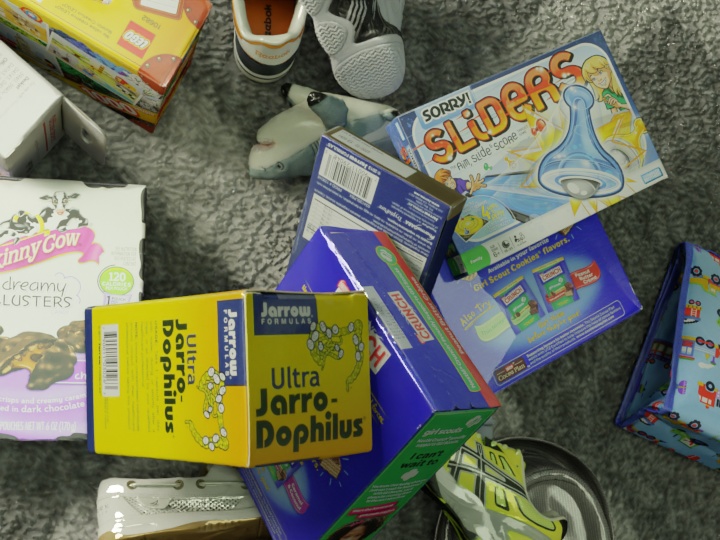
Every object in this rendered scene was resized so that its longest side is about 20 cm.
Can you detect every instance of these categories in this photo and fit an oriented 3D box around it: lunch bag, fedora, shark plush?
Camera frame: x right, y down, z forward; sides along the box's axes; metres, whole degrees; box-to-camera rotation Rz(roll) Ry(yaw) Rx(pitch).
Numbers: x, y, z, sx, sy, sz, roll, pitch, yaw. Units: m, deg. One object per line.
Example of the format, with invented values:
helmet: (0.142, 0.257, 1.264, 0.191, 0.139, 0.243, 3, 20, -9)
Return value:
lunch bag: (0.345, 0.074, 0.987, 0.149, 0.094, 0.202, 24, 69, -8)
fedora: (0.154, 0.245, 0.908, 0.175, 0.090, 0.202, 1, 84, -14)
shark plush: (-0.001, -0.108, 0.940, 0.198, 0.091, 0.084, 5, 102, -35)

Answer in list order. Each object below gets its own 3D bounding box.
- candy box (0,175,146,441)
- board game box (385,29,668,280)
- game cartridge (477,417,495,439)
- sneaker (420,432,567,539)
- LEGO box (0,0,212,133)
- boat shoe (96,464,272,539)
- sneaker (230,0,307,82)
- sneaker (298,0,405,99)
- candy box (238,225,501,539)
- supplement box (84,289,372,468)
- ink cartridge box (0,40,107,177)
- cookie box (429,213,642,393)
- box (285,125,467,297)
candy box: (-0.255, 0.031, 0.832, 0.166, 0.071, 0.202, 2, 84, -15)
board game box: (0.136, -0.095, 0.857, 0.199, 0.034, 0.136, -26, 90, -17)
game cartridge: (0.053, 0.047, 0.932, 0.132, 0.040, 0.202, 3, 83, -18)
sneaker: (0.084, 0.154, 0.844, 0.076, 0.075, 0.201, -36, 90, -11)
LEGO box: (-0.226, -0.205, 0.826, 0.199, 0.149, 0.078, 30, 77, -9)
boat shoe: (-0.112, 0.182, 0.855, 0.198, 0.071, 0.070, 1, 57, -26)
sneaker: (-0.079, -0.270, 0.910, 0.078, 0.079, 0.202, -5, 84, -15)
sneaker: (-0.010, -0.248, 0.871, 0.074, 0.201, 0.116, -8, 51, 12)
candy box: (-0.016, 0.096, 0.795, 0.077, 0.200, 0.170, -1, 49, -44)
supplement box: (-0.098, 0.074, 0.747, 0.108, 0.199, 0.111, 1, 85, -43)
ink cartridge box: (-0.293, -0.136, 0.817, 0.200, 0.116, 0.067, 42, 75, -7)
cookie box: (0.116, -0.019, 0.899, 0.170, 0.075, 0.202, -26, 91, -16)
box: (0.000, 0.000, 0.852, 0.121, 0.201, 0.032, 31, 35, 19)
